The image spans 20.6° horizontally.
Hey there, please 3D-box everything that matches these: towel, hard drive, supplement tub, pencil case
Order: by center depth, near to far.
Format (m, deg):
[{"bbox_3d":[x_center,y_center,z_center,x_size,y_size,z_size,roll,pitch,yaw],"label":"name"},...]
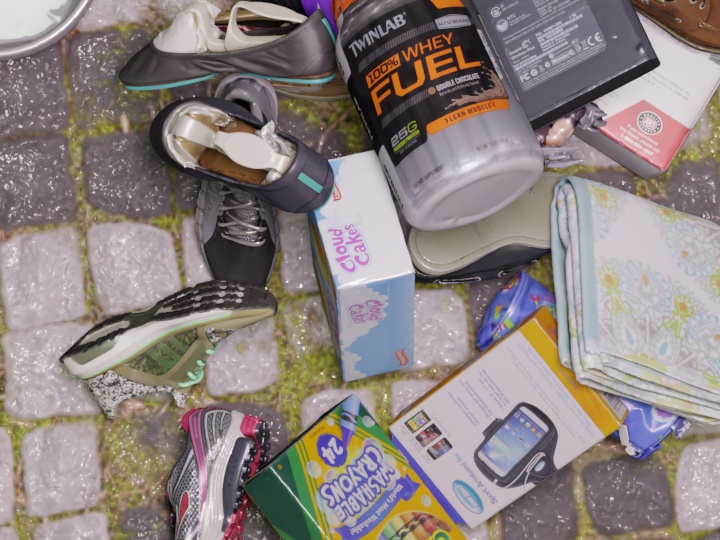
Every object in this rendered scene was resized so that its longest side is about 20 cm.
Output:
[{"bbox_3d":[0.056,-0.143,1.576,0.122,0.123,0.201,-23,73,-5],"label":"supplement tub"},{"bbox_3d":[0.143,-0.226,1.630,0.139,0.033,0.201,-27,73,13],"label":"hard drive"},{"bbox_3d":[0.244,0.024,1.701,0.170,0.048,0.201,19,54,-25],"label":"towel"},{"bbox_3d":[0.195,0.088,1.733,0.199,0.078,0.087,36,51,0],"label":"pencil case"}]

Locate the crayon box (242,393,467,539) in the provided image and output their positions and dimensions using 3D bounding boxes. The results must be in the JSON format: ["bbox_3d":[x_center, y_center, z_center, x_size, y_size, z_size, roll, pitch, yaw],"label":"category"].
[{"bbox_3d":[0.008,0.222,1.696,0.200,0.052,0.126,52,46,0],"label":"crayon box"}]

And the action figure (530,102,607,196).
[{"bbox_3d":[0.146,-0.155,1.669,0.129,0.069,0.202,6,79,14],"label":"action figure"}]

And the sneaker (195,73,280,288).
[{"bbox_3d":[-0.108,-0.065,1.688,0.074,0.116,0.202,0,102,1],"label":"sneaker"}]

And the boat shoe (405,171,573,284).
[{"bbox_3d":[0.121,-0.029,1.741,0.198,0.066,0.075,-23,74,-27],"label":"boat shoe"}]

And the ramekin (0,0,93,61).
[{"bbox_3d":[-0.315,-0.275,1.709,0.198,0.105,0.202,0,87,-4],"label":"ramekin"}]

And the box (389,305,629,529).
[{"bbox_3d":[0.119,0.134,1.708,0.200,0.041,0.119,-38,93,29],"label":"box"}]

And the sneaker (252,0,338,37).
[{"bbox_3d":[-0.063,-0.251,1.713,0.099,0.070,0.201,-23,51,-3],"label":"sneaker"}]

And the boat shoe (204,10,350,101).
[{"bbox_3d":[-0.061,-0.190,1.740,0.198,0.066,0.075,0,87,-4],"label":"boat shoe"}]

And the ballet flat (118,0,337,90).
[{"bbox_3d":[-0.112,-0.193,1.660,0.198,0.068,0.069,-2,115,15],"label":"ballet flat"}]

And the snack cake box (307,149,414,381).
[{"bbox_3d":[0.000,0.000,1.653,0.067,0.200,0.116,-13,65,-4],"label":"snack cake box"}]

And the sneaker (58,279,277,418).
[{"bbox_3d":[-0.156,0.071,1.715,0.199,0.077,0.089,-19,110,15],"label":"sneaker"}]

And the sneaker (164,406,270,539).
[{"bbox_3d":[-0.139,0.218,1.711,0.074,0.081,0.201,14,79,14],"label":"sneaker"}]

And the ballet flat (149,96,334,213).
[{"bbox_3d":[-0.107,-0.102,1.586,0.199,0.073,0.073,24,84,34],"label":"ballet flat"}]

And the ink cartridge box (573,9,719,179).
[{"bbox_3d":[0.253,-0.205,1.754,0.146,0.083,0.201,32,85,-1],"label":"ink cartridge box"}]

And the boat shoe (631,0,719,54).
[{"bbox_3d":[0.276,-0.237,1.680,0.199,0.068,0.072,19,84,-3],"label":"boat shoe"}]
